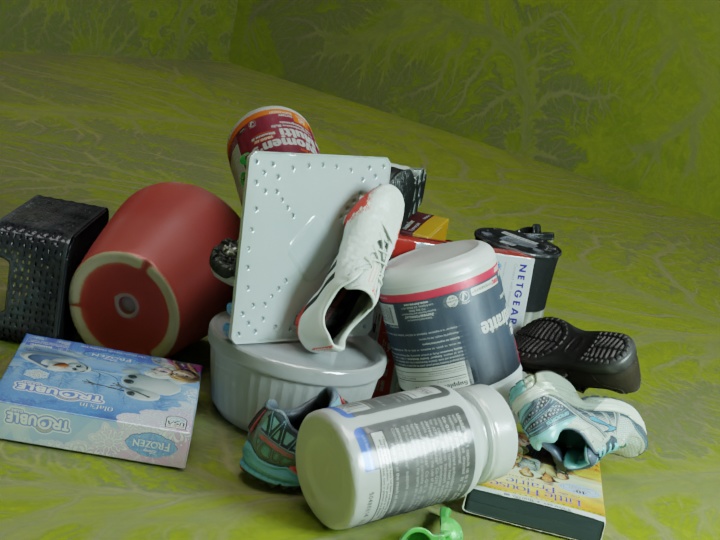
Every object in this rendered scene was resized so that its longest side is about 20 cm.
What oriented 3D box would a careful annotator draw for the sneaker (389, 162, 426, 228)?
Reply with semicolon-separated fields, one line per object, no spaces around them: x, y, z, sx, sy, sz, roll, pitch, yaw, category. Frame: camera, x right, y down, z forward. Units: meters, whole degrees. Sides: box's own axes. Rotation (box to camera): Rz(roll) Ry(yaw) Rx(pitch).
0.023;-0.097;1.689;0.087;0.075;0.200;14;7;8;sneaker

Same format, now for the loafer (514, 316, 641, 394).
0.237;0.107;1.572;0.073;0.072;0.199;-41;26;-21;loafer

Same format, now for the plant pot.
-0.242;0.013;1.643;0.198;0.203;0.177;15;24;12;plant pot

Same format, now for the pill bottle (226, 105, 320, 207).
-0.089;-0.096;1.624;0.108;0.110;0.201;6;36;-21;pill bottle

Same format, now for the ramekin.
-0.075;0.118;1.541;0.200;0.095;0.203;11;14;-3;ramekin

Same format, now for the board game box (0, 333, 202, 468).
-0.268;0.131;1.439;0.197;0.044;0.199;10;16;-6;board game box

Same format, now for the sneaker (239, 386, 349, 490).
-0.020;0.166;1.397;0.198;0.097;0.079;2;18;-32;sneaker

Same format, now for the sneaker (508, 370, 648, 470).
0.240;0.183;1.509;0.199;0.078;0.087;21;43;-34;sneaker

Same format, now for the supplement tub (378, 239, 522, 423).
0.102;0.078;1.552;0.139;0.202;0.140;-14;11;3;supplement tub

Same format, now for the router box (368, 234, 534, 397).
0.101;0.066;1.655;0.177;0.203;0.049;7;9;-16;router box

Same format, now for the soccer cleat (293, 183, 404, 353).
0.000;0.000;1.484;0.068;0.201;0.085;36;-12;-27;soccer cleat

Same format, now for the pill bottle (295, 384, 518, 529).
0.047;0.173;1.343;0.198;0.115;0.113;-8;23;-32;pill bottle

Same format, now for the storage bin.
-0.372;-0.002;1.661;0.093;0.137;0.200;10;14;2;storage bin

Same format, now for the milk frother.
0.194;0.038;1.862;0.199;0.190;0.180;-2;21;-44;milk frother

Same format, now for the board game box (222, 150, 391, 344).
-0.057;-0.026;1.507;0.198;0.203;0.026;-1;12;-42;board game box

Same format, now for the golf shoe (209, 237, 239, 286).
-0.115;0.018;1.620;0.077;0.088;0.199;45;17;27;golf shoe

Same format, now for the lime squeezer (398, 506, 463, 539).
0.050;0.244;1.281;0.070;0.038;0.199;21;18;33;lime squeezer

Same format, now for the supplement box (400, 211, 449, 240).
-0.012;0.015;1.766;0.198;0.200;0.133;14;15;12;supplement box

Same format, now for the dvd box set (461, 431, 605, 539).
0.185;0.222;1.482;0.145;0.030;0.200;13;14;5;dvd box set
